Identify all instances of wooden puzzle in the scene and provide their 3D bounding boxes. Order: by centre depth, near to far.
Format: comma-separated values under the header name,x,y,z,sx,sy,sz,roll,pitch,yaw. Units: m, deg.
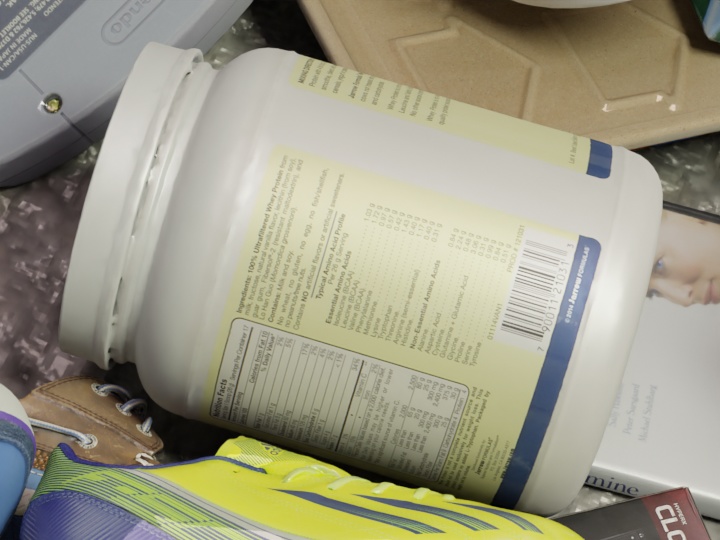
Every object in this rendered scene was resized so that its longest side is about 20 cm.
name,x,y,z,sx,sy,sz,roll,pitch,yaw
wooden puzzle,0.067,-0.107,1.061,0.199,0.046,0.185,-9,50,-22

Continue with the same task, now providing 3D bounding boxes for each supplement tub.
name,x,y,z,sx,sy,sz,roll,pitch,yaw
supplement tub,0.000,0.000,0.902,0.199,0.145,0.145,16,55,1

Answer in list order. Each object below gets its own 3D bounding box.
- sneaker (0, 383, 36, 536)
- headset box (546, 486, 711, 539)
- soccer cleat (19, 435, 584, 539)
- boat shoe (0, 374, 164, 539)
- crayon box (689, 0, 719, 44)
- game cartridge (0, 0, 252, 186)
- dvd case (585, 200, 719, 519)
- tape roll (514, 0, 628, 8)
name,x,y,z,sx,sy,sz,roll,pitch,yaw
sneaker,-0.155,0.148,0.786,0.200,0.081,0.146,-46,50,2
headset box,0.066,0.172,0.864,0.199,0.077,0.149,-11,59,-19
soccer cleat,-0.016,0.088,0.824,0.200,0.065,0.084,1,49,-7
boat shoe,-0.108,0.076,0.898,0.199,0.072,0.073,14,54,-2
crayon box,0.182,-0.199,1.073,0.051,0.126,0.200,21,34,-29
game cartridge,-0.113,-0.137,1.013,0.200,0.042,0.133,-44,75,-1
dvd case,0.096,0.023,1.004,0.199,0.018,0.143,15,56,0
tape roll,0.107,-0.207,1.009,0.202,0.071,0.203,-20,46,22
